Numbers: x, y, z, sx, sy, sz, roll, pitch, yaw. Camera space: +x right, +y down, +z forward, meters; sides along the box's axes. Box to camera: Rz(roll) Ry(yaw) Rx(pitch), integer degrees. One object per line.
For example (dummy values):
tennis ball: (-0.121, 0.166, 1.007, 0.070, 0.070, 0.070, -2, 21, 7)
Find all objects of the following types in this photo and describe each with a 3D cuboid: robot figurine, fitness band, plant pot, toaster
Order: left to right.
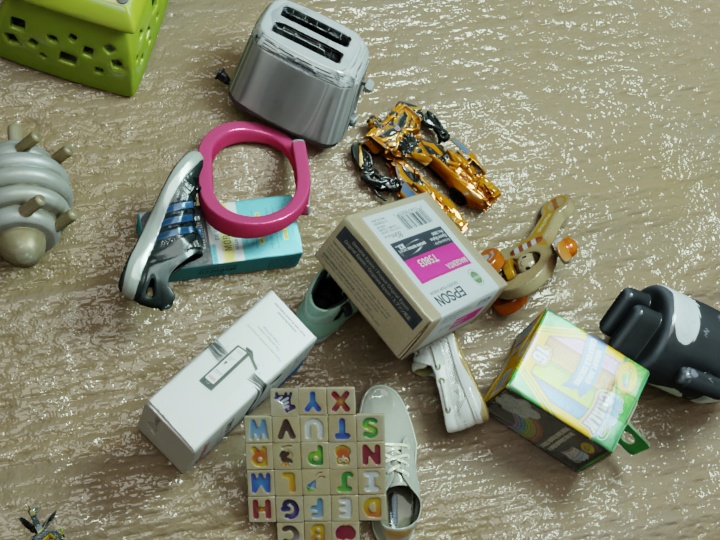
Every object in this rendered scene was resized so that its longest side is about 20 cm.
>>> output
plant pot: (-0.347, -0.367, 1.727, 0.197, 0.182, 0.202, 17, 69, -7)
fitness band: (-0.135, -0.118, 1.721, 0.142, 0.038, 0.201, -1, 46, -8)
toaster: (-0.082, -0.260, 1.763, 0.198, 0.130, 0.114, 26, 46, -2)
robot figurine: (0.085, -0.138, 1.806, 0.200, 0.058, 0.145, 44, 67, 4)
robot figurine: (0.403, 0.096, 1.747, 0.198, 0.125, 0.152, 22, 64, -23)

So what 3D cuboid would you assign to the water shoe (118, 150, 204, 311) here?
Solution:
water shoe: (-0.221, -0.045, 1.651, 0.078, 0.071, 0.202, 25, 74, -7)

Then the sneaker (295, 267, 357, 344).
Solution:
sneaker: (0.000, 0.001, 1.706, 0.074, 0.118, 0.201, 39, 66, 5)

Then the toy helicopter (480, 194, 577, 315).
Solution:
toy helicopter: (0.237, -0.036, 1.776, 0.079, 0.131, 0.201, 53, 47, -22)

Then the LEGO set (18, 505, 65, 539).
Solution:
LEGO set: (-0.373, 0.376, 1.517, 0.200, 0.116, 0.154, -47, 115, -19)

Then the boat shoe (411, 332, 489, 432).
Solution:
boat shoe: (0.094, 0.108, 1.715, 0.069, 0.071, 0.202, -24, 64, 3)

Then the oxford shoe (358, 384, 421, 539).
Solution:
oxford shoe: (0.039, 0.235, 1.666, 0.074, 0.058, 0.202, -1, 70, -11)

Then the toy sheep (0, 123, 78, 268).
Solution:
toy sheep: (-0.407, -0.092, 1.644, 0.136, 0.138, 0.202, 0, 58, -12)

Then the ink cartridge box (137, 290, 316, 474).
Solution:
ink cartridge box: (-0.158, 0.135, 1.609, 0.084, 0.146, 0.200, 45, 69, 5)

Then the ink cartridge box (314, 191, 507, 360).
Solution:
ink cartridge box: (0.064, 0.001, 1.645, 0.165, 0.075, 0.199, 49, 32, 13)

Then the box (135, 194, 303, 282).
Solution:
box: (-0.178, -0.040, 1.718, 0.198, 0.049, 0.083, -8, 73, -15)

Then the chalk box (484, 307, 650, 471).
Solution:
chalk box: (0.273, 0.162, 1.707, 0.199, 0.125, 0.124, 31, 67, -1)

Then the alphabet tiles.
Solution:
alphabet tiles: (-0.052, 0.232, 1.600, 0.164, 0.006, 0.202, -1, 106, 2)
